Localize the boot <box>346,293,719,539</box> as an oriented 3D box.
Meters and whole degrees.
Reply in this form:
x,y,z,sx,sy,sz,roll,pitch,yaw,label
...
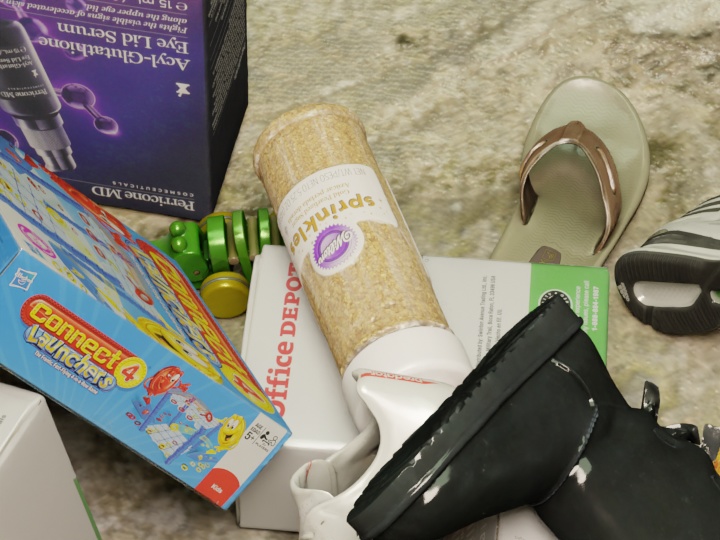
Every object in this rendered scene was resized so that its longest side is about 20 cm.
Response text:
x,y,z,sx,sy,sz,roll,pitch,yaw,label
0.101,0.117,1.331,0.163,0.073,0.198,49,45,-1,boot

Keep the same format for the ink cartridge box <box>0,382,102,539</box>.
x,y,z,sx,sy,sz,roll,pitch,yaw,label
-0.248,0.111,1.416,0.199,0.146,0.088,17,56,24,ink cartridge box

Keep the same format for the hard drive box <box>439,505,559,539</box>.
x,y,z,sx,sy,sz,roll,pitch,yaw,label
0.113,0.201,1.374,0.156,0.077,0.200,24,46,-17,hard drive box

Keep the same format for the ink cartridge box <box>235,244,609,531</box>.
x,y,z,sx,sy,sz,roll,pitch,yaw,label
0.034,0.069,1.520,0.199,0.084,0.146,5,49,3,ink cartridge box

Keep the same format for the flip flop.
x,y,z,sx,sy,sz,roll,pitch,yaw,label
0.121,-0.044,1.638,0.081,0.058,0.200,17,51,13,flip flop

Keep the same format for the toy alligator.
x,y,z,sx,sy,sz,roll,pitch,yaw,label
-0.088,-0.011,1.607,0.199,0.054,0.059,-3,49,-4,toy alligator

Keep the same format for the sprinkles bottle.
x,y,z,sx,sy,sz,roll,pitch,yaw,label
0.000,0.000,1.479,0.068,0.068,0.200,-13,50,-12,sprinkles bottle

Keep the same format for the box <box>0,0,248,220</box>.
x,y,z,sx,sy,sz,roll,pitch,yaw,label
-0.147,-0.139,1.620,0.147,0.200,0.105,9,50,7,box

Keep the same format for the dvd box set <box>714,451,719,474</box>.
x,y,z,sx,sy,sz,roll,pitch,yaw,label
0.270,0.120,1.517,0.146,0.029,0.200,28,55,22,dvd box set

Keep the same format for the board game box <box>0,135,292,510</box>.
x,y,z,sx,sy,sz,roll,pitch,yaw,label
-0.150,0.012,1.439,0.056,0.196,0.200,-48,36,7,board game box

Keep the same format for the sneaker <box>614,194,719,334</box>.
x,y,z,sx,sy,sz,roll,pitch,yaw,label
0.253,-0.012,1.573,0.200,0.076,0.115,10,40,41,sneaker

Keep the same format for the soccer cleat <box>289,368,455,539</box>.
x,y,z,sx,sy,sz,roll,pitch,yaw,label
-0.007,0.142,1.401,0.085,0.200,0.069,22,14,-15,soccer cleat
